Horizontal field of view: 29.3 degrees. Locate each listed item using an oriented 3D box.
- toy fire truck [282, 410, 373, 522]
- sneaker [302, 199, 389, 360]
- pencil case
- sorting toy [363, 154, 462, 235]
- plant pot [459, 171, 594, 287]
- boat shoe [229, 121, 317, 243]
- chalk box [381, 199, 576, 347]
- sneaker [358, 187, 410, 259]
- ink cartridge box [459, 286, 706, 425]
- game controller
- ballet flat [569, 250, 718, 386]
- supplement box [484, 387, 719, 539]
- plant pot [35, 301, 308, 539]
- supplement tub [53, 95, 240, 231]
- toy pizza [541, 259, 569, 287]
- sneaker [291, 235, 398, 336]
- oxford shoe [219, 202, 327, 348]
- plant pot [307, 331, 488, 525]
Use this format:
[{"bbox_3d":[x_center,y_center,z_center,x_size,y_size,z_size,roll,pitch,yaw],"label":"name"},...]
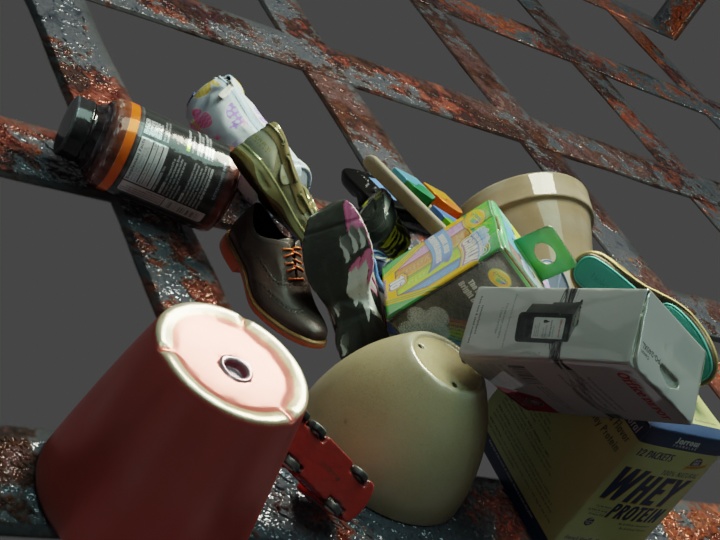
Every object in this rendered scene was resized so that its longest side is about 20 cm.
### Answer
[{"bbox_3d":[-0.088,0.150,1.297,0.200,0.049,0.141,49,-20,-26],"label":"toy fire truck"},{"bbox_3d":[-0.016,0.021,1.552,0.080,0.201,0.086,-10,4,2],"label":"sneaker"},{"bbox_3d":[-0.142,-0.160,1.755,0.083,0.091,0.200,3,41,-48],"label":"pencil case"},{"bbox_3d":[0.107,-0.062,1.715,0.185,0.037,0.200,47,10,34],"label":"sorting toy"},{"bbox_3d":[0.237,-0.005,1.856,0.199,0.200,0.174,13,49,-38],"label":"plant pot"},{"bbox_3d":[-0.085,-0.096,1.583,0.073,0.063,0.201,42,-8,35],"label":"boat shoe"},{"bbox_3d":[0.138,0.016,1.526,0.125,0.199,0.124,52,15,-24],"label":"chalk box"},{"bbox_3d":[0.032,-0.051,1.736,0.085,0.075,0.200,40,1,-5],"label":"sneaker"},{"bbox_3d":[0.223,0.083,1.372,0.145,0.199,0.084,39,61,-43],"label":"ink cartridge box"},{"bbox_3d":[0.062,-0.101,1.952,0.199,0.042,0.104,10,35,-42],"label":"game controller"},{"bbox_3d":[0.318,0.048,1.515,0.200,0.069,0.063,45,13,18],"label":"ballet flat"},{"bbox_3d":[0.259,0.180,1.523,0.134,0.200,0.200,14,32,-36],"label":"supplement box"},{"bbox_3d":[-0.145,0.138,1.145,0.200,0.178,0.201,28,27,-15],"label":"plant pot"},{"bbox_3d":[-0.242,-0.126,1.560,0.199,0.107,0.107,23,28,-22],"label":"supplement tub"},{"bbox_3d":[0.218,0.086,1.695,0.032,0.201,0.200,2,12,28],"label":"toy pizza"},{"bbox_3d":[0.000,0.000,1.660,0.200,0.082,0.074,43,28,22],"label":"sneaker"},{"bbox_3d":[-0.091,0.005,1.552,0.071,0.073,0.200,2,41,-48],"label":"oxford shoe"},{"bbox_3d":[0.055,0.142,1.423,0.200,0.135,0.201,27,26,-14],"label":"plant pot"}]
